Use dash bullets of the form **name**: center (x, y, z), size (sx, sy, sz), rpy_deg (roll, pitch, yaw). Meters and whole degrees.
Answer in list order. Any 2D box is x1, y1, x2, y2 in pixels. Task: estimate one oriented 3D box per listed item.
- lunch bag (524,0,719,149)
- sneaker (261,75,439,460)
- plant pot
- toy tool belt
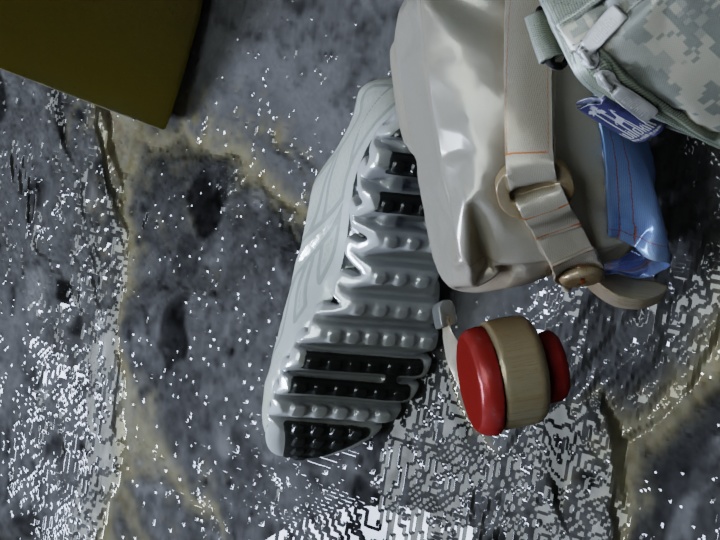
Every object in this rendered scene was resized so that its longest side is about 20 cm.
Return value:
- **lunch bag**: center (0.174, -0.136, 0.719), size (0.200, 0.168, 0.139), rpy_deg (-41, 62, 33)
- **sneaker**: center (0.000, 0.000, 0.943), size (0.081, 0.075, 0.200), rpy_deg (52, 125, 53)
- **plant pot**: center (-0.187, -0.214, 1.038), size (0.200, 0.200, 0.177), rpy_deg (34, 99, 37)
- **toy tool belt**: center (0.090, -0.038, 0.823), size (0.125, 0.123, 0.200), rpy_deg (142, 118, -79)
